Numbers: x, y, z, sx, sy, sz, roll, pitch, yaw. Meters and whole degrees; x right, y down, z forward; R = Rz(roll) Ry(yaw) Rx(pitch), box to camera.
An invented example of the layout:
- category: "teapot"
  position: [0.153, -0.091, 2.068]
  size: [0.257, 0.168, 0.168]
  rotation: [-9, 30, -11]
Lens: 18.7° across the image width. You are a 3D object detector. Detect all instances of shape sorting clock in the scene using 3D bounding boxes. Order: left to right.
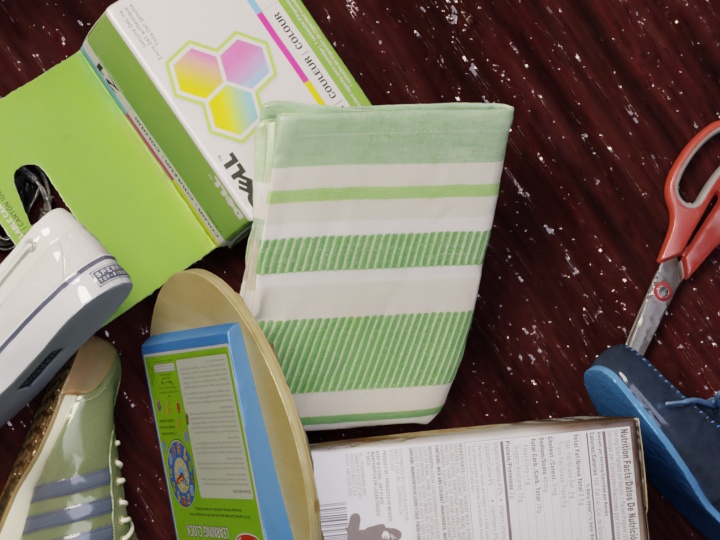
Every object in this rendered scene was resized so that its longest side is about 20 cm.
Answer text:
- category: "shape sorting clock"
  position: [-0.068, 0.097, 1.186]
  size: [0.039, 0.200, 0.201]
  rotation: [-10, 88, -26]

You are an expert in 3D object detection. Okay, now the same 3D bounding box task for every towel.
- category: "towel"
  position: [0.000, 0.000, 1.229]
  size: [0.152, 0.023, 0.201]
  rotation: [-2, 116, -24]

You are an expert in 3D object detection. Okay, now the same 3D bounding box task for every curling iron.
- category: "curling iron"
  position: [-0.249, 0.016, 1.253]
  size: [0.050, 0.026, 0.200]
  rotation: [43, 83, -1]

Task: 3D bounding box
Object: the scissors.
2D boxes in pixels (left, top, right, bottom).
- category: "scissors"
  position: [0.183, -0.002, 1.323]
  size: [0.073, 0.014, 0.200]
  rotation: [41, 83, -6]

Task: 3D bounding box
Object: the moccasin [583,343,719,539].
- category: "moccasin"
  position: [0.212, 0.112, 1.296]
  size: [0.068, 0.080, 0.200]
  rotation: [-46, 108, -13]

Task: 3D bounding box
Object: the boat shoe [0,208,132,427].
- category: "boat shoe"
  position: [-0.218, 0.037, 1.209]
  size: [0.202, 0.075, 0.086]
  rotation: [-44, 77, 28]

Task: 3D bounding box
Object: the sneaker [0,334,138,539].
- category: "sneaker"
  position: [-0.160, 0.142, 1.244]
  size: [0.090, 0.067, 0.201]
  rotation: [23, 84, -14]

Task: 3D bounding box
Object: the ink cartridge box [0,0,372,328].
- category: "ink cartridge box"
  position: [-0.110, -0.077, 1.231]
  size: [0.200, 0.076, 0.148]
  rotation: [-36, 92, -24]

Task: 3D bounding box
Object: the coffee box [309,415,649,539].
- category: "coffee box"
  position: [0.053, 0.131, 1.245]
  size: [0.199, 0.114, 0.080]
  rotation: [-5, 88, -9]
